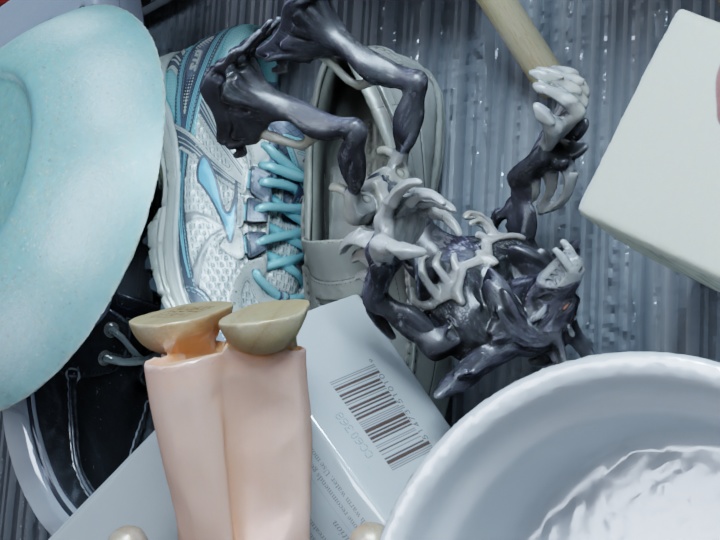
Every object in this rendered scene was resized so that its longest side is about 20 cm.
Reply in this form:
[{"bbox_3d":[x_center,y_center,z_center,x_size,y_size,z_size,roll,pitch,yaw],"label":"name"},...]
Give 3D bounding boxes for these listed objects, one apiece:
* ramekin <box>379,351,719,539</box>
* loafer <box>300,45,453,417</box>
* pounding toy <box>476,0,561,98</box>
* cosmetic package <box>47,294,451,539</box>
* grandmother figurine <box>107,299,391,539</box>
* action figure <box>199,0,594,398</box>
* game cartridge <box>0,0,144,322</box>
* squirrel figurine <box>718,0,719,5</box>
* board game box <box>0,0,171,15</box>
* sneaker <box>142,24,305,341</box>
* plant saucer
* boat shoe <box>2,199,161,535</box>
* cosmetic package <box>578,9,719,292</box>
[{"bbox_3d":[0.109,0.134,0.627,0.199,0.098,0.202,-4,79,24],"label":"ramekin"},{"bbox_3d":[0.000,0.000,0.782,0.070,0.070,0.201,-8,77,33],"label":"loafer"},{"bbox_3d":[0.005,-0.199,0.780,0.142,0.184,0.201,10,84,51],"label":"pounding toy"},{"bbox_3d":[-0.051,0.118,0.752,0.200,0.081,0.113,-44,75,32],"label":"cosmetic package"},{"bbox_3d":[-0.045,0.114,0.666,0.121,0.060,0.201,0,100,39],"label":"grandmother figurine"},{"bbox_3d":[0.032,-0.030,0.705,0.200,0.119,0.102,44,144,1],"label":"action figure"},{"bbox_3d":[-0.158,-0.051,0.870,0.133,0.041,0.201,-19,57,38],"label":"game cartridge"},{"bbox_3d":[0.157,-0.179,0.647,0.186,0.142,0.201,-18,94,0],"label":"squirrel figurine"},{"bbox_3d":[-0.155,-0.175,0.915,0.199,0.126,0.035,-22,48,32],"label":"board game box"},{"bbox_3d":[-0.053,-0.032,0.832,0.086,0.078,0.201,-31,61,24],"label":"sneaker"},{"bbox_3d":[-0.165,-0.036,0.812,0.201,0.039,0.202,-25,54,39],"label":"plant saucer"},{"bbox_3d":[-0.126,0.033,0.880,0.068,0.072,0.201,-20,60,34],"label":"boat shoe"},{"bbox_3d":[0.191,-0.009,0.621,0.200,0.103,0.088,28,94,37],"label":"cosmetic package"}]
